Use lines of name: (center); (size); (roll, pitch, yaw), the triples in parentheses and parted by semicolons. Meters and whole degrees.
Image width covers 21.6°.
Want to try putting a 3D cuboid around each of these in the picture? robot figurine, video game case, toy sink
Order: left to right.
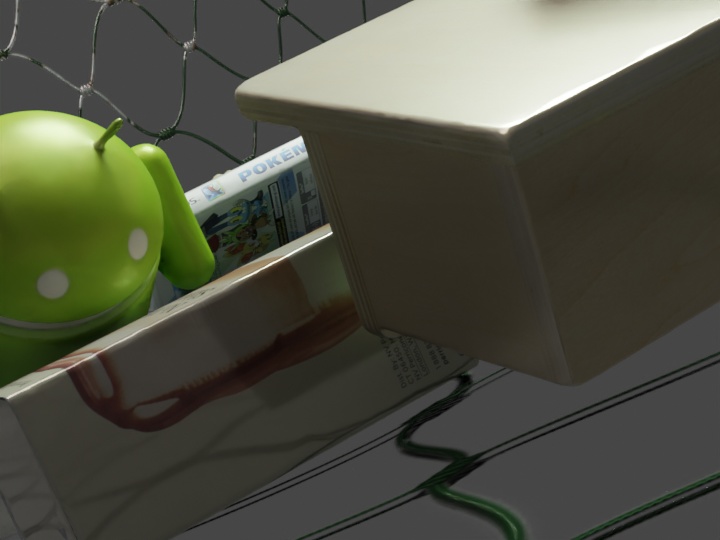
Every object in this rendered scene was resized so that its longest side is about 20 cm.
robot figurine: (-0.158, 0.004, 0.908); (0.175, 0.116, 0.200); (-31, -23, -32)
video game case: (-0.046, -0.006, 1.169); (0.182, 0.022, 0.200); (-27, -31, -13)
toy sink: (0.060, -0.040, 0.774); (0.130, 0.112, 0.200); (-28, 23, -27)

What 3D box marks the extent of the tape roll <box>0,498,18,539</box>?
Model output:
tape roll: (-0.223, 0.050, 1.070); (0.202, 0.202, 0.071); (-24, 4, 24)

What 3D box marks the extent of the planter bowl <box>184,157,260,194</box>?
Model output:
planter bowl: (-0.096, 0.000, 1.382); (0.200, 0.135, 0.200); (-27, 4, 2)

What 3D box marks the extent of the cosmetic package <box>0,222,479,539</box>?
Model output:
cosmetic package: (-0.063, 0.052, 0.836); (0.200, 0.087, 0.103); (-28, 5, -26)
